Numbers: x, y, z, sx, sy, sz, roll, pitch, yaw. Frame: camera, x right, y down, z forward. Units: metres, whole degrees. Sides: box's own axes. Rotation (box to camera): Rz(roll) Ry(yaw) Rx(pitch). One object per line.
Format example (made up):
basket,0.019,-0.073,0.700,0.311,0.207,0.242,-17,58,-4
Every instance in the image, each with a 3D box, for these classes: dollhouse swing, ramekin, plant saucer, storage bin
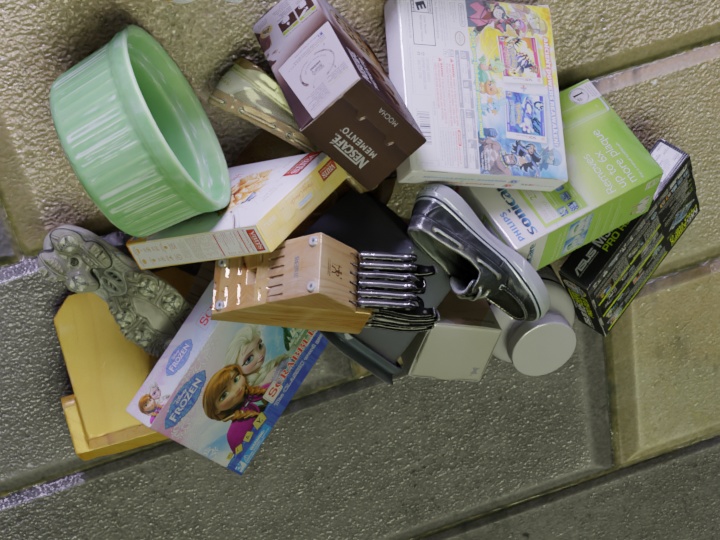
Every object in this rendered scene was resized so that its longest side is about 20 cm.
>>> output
dollhouse swing,-0.252,0.107,1.826,0.200,0.176,0.182,-16,172,-9
ramekin,-0.219,-0.131,1.547,0.098,0.200,0.200,-26,132,11
plant saucer,-0.050,-0.085,1.748,0.200,0.035,0.201,-11,130,-13
storage bin,0.000,0.000,1.695,0.134,0.200,0.145,-49,127,6

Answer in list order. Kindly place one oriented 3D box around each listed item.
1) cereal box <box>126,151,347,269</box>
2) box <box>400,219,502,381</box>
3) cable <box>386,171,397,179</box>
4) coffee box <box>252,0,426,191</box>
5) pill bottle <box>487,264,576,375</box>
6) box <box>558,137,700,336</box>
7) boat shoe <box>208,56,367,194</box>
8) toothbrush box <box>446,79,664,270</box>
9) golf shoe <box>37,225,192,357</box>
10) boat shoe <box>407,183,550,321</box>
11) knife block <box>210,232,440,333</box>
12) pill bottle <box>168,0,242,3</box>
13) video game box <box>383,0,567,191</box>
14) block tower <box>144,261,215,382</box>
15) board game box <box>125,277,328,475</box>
cereal box,-0.127,-0.062,1.605,0.200,0.144,0.040,-8,119,42
box,0.078,0.032,1.780,0.095,0.200,0.078,6,125,-25
cable,0.070,-0.120,1.740,0.200,0.050,0.097,36,65,-33
coffee box,-0.024,-0.186,1.568,0.080,0.200,0.113,-40,129,12
pill bottle,0.176,0.029,1.815,0.112,0.200,0.113,-10,130,-13
box,0.318,-0.036,1.838,0.200,0.044,0.160,-52,154,-7
boat shoe,-0.067,-0.140,1.646,0.201,0.073,0.063,39,89,-22
toothbrush box,0.205,-0.098,1.723,0.200,0.146,0.086,-27,156,-17
golf shoe,-0.249,0.014,1.683,0.200,0.097,0.078,40,102,-13
boat shoe,0.116,-0.002,1.632,0.200,0.072,0.071,42,61,-22
knife block,-0.026,0.026,1.573,0.200,0.064,0.175,-12,154,34
pill bottle,-0.194,-0.313,1.461,0.200,0.112,0.112,12,122,-28
video game box,0.120,-0.186,1.640,0.182,0.201,0.047,2,164,-20
block tower,-0.174,0.052,1.733,0.058,0.054,0.200,24,87,-2
board game box,-0.135,0.106,1.702,0.200,0.041,0.199,-57,147,-4
